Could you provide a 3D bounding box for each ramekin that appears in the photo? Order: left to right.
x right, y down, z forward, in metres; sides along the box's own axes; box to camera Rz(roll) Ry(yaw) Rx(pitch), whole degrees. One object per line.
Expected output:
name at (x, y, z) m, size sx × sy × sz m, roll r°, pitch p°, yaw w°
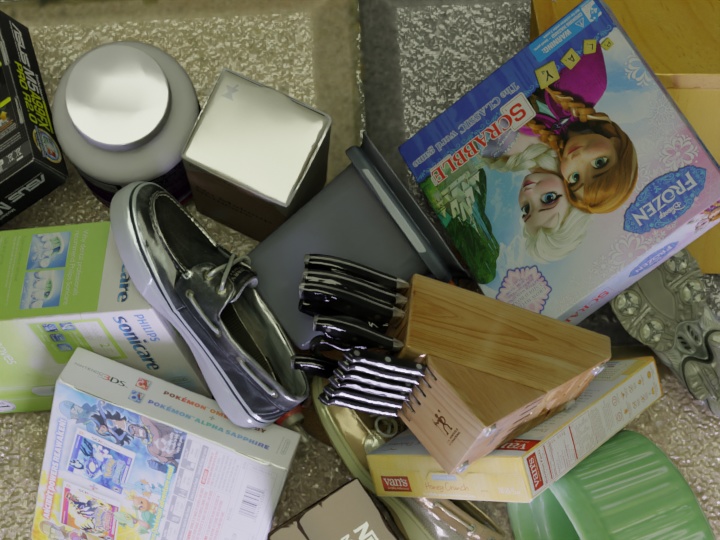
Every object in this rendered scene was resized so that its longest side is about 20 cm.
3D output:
ramekin at (0.197, 0.220, 1.198) m, size 0.097 × 0.200 × 0.200 m, roll -20°, pitch 81°, yaw -12°

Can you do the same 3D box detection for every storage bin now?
storage bin at (0.000, 0.000, 1.202) m, size 0.134 × 0.200 × 0.146 m, roll -36°, pitch 83°, yaw 4°

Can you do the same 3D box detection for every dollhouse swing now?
dollhouse swing at (0.246, -0.119, 1.335) m, size 0.199 × 0.176 × 0.182 m, roll -1°, pitch 39°, yaw -1°

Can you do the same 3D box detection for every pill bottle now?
pill bottle at (-0.179, -0.112, 1.240) m, size 0.112 × 0.200 × 0.113 m, roll 0°, pitch 80°, yaw -2°

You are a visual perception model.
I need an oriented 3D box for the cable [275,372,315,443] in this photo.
cable at (-0.106, 0.068, 1.274) m, size 0.097 × 0.050 × 0.200 m, roll -39°, pitch 87°, yaw 36°

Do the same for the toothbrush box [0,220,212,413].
toothbrush box at (-0.226, 0.038, 1.212) m, size 0.199 × 0.146 × 0.086 m, roll -5°, pitch 58°, yaw 11°

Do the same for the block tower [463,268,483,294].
block tower at (0.173, -0.037, 1.259) m, size 0.058 × 0.054 × 0.200 m, roll 33°, pitch 113°, yaw -24°

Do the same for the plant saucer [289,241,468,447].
plant saucer at (0.015, 0.053, 1.300) m, size 0.200 × 0.035 × 0.201 m, roll 0°, pitch 80°, yaw -1°

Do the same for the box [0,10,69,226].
box at (-0.335, -0.091, 1.249) m, size 0.200 × 0.044 × 0.160 m, roll -32°, pitch 57°, yaw 17°

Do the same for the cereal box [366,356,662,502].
cereal box at (0.119, 0.118, 1.190) m, size 0.200 × 0.144 × 0.040 m, roll -27°, pitch 106°, yaw -47°

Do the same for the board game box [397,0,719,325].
board game box at (0.155, -0.073, 1.198) m, size 0.200 × 0.041 × 0.200 m, roll -38°, pitch 64°, yaw 17°

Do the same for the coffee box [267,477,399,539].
coffee box at (-0.006, 0.226, 1.186) m, size 0.080 × 0.200 × 0.113 m, roll -32°, pitch 83°, yaw -6°

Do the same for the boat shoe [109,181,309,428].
boat shoe at (-0.099, 0.016, 1.117) m, size 0.071 × 0.072 × 0.200 m, roll -26°, pitch 101°, yaw 37°

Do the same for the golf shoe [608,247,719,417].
golf shoe at (0.241, 0.032, 1.256) m, size 0.078 × 0.097 × 0.200 m, roll -38°, pitch 108°, yaw -1°

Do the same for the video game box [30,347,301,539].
video game box at (-0.154, 0.168, 1.206) m, size 0.182 × 0.200 × 0.047 m, roll 20°, pitch 42°, yaw 1°

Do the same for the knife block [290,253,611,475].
knife block at (0.052, 0.044, 1.094) m, size 0.200 × 0.064 × 0.176 m, roll -23°, pitch 66°, yaw -38°

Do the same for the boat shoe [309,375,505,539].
boat shoe at (0.035, 0.154, 1.243) m, size 0.063 × 0.073 × 0.201 m, roll -34°, pitch 99°, yaw 11°

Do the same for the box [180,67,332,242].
box at (-0.080, -0.082, 1.237) m, size 0.095 × 0.200 × 0.078 m, roll 25°, pitch 81°, yaw 3°
